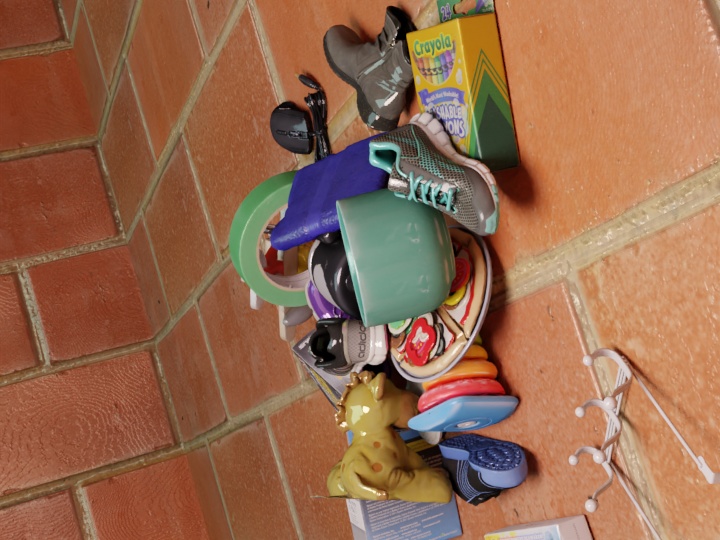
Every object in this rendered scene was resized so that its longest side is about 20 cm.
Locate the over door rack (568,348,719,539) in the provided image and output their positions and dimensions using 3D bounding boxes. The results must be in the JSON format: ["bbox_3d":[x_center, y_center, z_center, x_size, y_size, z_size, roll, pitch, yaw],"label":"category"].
[{"bbox_3d":[0.270,0.189,1.046,0.200,0.066,0.148,-131,33,-48],"label":"over door rack"}]

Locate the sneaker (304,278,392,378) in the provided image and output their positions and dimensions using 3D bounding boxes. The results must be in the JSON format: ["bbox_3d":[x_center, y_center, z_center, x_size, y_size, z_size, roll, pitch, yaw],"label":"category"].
[{"bbox_3d":[-0.009,0.087,1.597,0.200,0.080,0.083,57,178,-4],"label":"sneaker"}]

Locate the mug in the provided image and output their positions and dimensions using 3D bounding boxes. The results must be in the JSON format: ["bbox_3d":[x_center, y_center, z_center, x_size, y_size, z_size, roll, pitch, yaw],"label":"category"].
[{"bbox_3d":[0.042,-0.024,1.256,0.185,0.114,0.153,-110,7,-71],"label":"mug"}]

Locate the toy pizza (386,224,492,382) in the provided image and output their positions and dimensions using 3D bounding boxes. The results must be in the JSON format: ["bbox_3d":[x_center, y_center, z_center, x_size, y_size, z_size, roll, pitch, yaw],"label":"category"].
[{"bbox_3d":[0.087,0.037,1.314,0.200,0.032,0.201,-38,42,44],"label":"toy pizza"}]

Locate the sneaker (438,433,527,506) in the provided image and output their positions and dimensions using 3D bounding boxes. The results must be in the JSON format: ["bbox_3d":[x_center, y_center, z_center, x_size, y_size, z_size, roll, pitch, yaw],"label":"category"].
[{"bbox_3d":[0.160,0.259,1.359,0.200,0.070,0.078,-178,72,-74],"label":"sneaker"}]

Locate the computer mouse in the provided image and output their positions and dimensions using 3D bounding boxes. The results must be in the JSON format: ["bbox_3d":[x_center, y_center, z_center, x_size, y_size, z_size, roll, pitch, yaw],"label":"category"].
[{"bbox_3d":[-0.108,-0.247,1.717,0.200,0.046,0.141,41,141,55],"label":"computer mouse"}]

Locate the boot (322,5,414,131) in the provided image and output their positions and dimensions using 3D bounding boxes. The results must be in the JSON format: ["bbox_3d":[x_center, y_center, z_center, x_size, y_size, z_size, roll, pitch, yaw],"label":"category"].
[{"bbox_3d":[0.025,-0.285,1.381,0.200,0.067,0.131,63,141,35],"label":"boot"}]

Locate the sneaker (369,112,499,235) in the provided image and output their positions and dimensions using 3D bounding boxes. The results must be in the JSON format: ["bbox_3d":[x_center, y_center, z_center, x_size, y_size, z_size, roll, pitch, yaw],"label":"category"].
[{"bbox_3d":[0.076,-0.095,1.176,0.200,0.091,0.078,50,150,44],"label":"sneaker"}]

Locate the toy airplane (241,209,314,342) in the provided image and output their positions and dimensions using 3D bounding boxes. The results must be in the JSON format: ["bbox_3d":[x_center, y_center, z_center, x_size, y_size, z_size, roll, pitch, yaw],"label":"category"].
[{"bbox_3d":[-0.108,-0.008,1.739,0.200,0.140,0.200,83,-166,-64],"label":"toy airplane"}]

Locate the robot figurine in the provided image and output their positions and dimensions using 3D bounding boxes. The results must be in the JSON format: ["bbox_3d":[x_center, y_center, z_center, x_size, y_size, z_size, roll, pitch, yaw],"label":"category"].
[{"bbox_3d":[0.000,0.002,1.497,0.200,0.124,0.151,-149,54,-66],"label":"robot figurine"}]

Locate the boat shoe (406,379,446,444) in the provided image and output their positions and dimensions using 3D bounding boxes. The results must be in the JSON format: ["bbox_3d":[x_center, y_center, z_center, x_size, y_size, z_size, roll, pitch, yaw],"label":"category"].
[{"bbox_3d":[0.098,0.129,1.432,0.075,0.060,0.201,12,112,52],"label":"boat shoe"}]

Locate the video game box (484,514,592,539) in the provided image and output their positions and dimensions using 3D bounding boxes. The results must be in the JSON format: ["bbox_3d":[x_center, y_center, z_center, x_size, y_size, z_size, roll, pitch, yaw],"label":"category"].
[{"bbox_3d":[0.232,0.391,1.285,0.183,0.047,0.200,70,157,9],"label":"video game box"}]

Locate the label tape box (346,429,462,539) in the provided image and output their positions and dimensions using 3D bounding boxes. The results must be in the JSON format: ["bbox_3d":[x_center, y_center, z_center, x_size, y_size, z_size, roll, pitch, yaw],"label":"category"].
[{"bbox_3d":[0.052,0.295,1.532,0.063,0.144,0.201,-175,73,-69],"label":"label tape box"}]

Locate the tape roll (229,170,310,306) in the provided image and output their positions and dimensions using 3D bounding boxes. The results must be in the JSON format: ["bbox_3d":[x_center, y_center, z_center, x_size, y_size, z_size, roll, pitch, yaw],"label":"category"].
[{"bbox_3d":[-0.094,-0.046,1.599,0.048,0.200,0.201,43,141,53],"label":"tape roll"}]

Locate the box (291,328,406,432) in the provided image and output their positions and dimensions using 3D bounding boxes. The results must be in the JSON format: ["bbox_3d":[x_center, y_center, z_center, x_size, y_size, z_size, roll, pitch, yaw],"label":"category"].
[{"bbox_3d":[-0.004,0.195,1.597,0.158,0.048,0.200,37,164,47],"label":"box"}]

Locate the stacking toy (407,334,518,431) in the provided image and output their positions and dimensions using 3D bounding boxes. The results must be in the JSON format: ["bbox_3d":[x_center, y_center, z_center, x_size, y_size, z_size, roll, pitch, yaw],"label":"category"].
[{"bbox_3d":[0.113,0.096,1.345,0.116,0.109,0.201,-37,57,49],"label":"stacking toy"}]

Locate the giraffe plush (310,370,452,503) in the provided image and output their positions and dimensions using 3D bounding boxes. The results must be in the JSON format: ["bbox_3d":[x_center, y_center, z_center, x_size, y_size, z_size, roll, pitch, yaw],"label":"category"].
[{"bbox_3d":[0.022,0.214,1.397,0.172,0.200,0.163,-7,75,42],"label":"giraffe plush"}]

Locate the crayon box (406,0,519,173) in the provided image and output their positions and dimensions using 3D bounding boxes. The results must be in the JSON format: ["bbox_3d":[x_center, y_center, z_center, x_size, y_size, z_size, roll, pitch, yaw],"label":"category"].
[{"bbox_3d":[0.110,-0.209,1.211,0.126,0.051,0.201,9,111,66],"label":"crayon box"}]

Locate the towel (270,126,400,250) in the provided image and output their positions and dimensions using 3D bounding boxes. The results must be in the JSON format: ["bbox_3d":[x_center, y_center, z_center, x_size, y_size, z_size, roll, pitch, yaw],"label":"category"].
[{"bbox_3d":[-0.022,-0.102,1.423,0.200,0.050,0.148,-19,41,41],"label":"towel"}]

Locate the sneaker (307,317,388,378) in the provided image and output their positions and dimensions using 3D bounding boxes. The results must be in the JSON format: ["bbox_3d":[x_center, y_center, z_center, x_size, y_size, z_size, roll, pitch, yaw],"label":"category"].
[{"bbox_3d":[-0.032,0.099,1.427,0.200,0.087,0.074,151,123,-69],"label":"sneaker"}]
